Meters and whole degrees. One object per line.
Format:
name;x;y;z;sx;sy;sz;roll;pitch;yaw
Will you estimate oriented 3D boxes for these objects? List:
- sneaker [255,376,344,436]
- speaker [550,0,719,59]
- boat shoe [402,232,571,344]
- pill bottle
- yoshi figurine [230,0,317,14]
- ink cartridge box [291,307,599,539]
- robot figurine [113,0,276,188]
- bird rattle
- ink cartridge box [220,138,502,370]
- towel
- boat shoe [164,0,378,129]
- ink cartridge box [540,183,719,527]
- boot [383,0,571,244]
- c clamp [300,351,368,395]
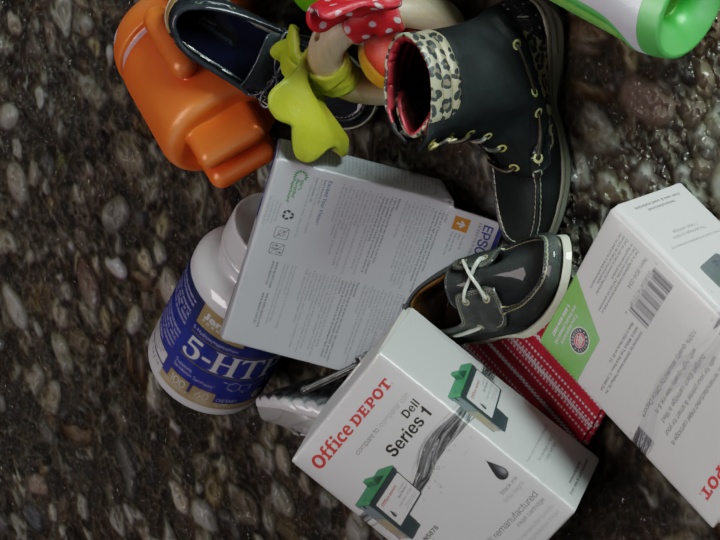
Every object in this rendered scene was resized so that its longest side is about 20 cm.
sneaker;-0.020;0.149;1.722;0.199;0.074;0.083;11;110;45
speaker;0.162;-0.226;1.374;0.200;0.088;0.089;35;128;35
boat shoe;0.100;0.017;1.497;0.200;0.067;0.072;151;125;-60
pill bottle;-0.109;0.028;1.743;0.120;0.119;0.200;51;136;21
yoshi figurine;-0.067;-0.249;1.612;0.199;0.112;0.113;-9;110;47
ink cartridge box;0.065;0.151;1.531;0.200;0.084;0.146;38;123;0
robot figurine;-0.149;-0.170;1.711;0.117;0.143;0.201;-49;59;33
bird rattle;0.009;-0.186;1.509;0.200;0.162;0.113;-58;39;42
ink cartridge box;0.000;0.000;1.615;0.199;0.041;0.200;16;125;-6
towel;0.137;0.101;1.572;0.145;0.022;0.201;47;133;25
boat shoe;-0.076;-0.174;1.610;0.199;0.062;0.075;28;106;-6
ink cartridge box;0.245;0.061;1.389;0.200;0.084;0.146;48;135;25
boot;0.086;-0.102;1.451;0.073;0.153;0.205;18;117;43
c clamp;0.060;0.147;1.617;0.170;0.027;0.201;-34;85;34
